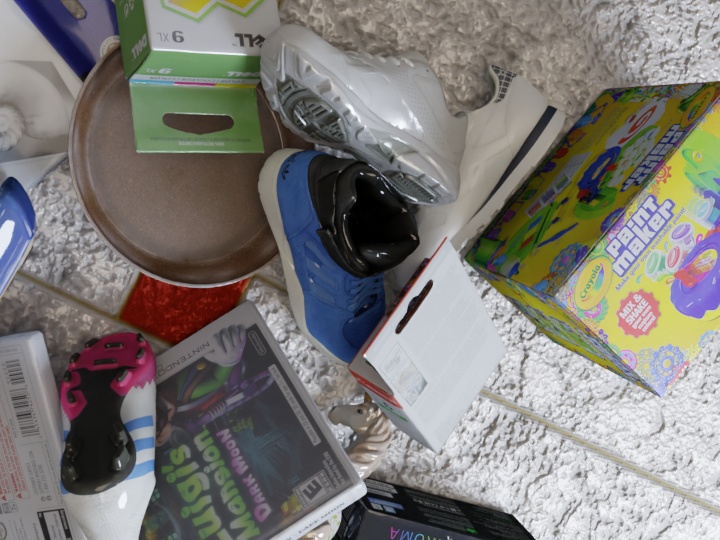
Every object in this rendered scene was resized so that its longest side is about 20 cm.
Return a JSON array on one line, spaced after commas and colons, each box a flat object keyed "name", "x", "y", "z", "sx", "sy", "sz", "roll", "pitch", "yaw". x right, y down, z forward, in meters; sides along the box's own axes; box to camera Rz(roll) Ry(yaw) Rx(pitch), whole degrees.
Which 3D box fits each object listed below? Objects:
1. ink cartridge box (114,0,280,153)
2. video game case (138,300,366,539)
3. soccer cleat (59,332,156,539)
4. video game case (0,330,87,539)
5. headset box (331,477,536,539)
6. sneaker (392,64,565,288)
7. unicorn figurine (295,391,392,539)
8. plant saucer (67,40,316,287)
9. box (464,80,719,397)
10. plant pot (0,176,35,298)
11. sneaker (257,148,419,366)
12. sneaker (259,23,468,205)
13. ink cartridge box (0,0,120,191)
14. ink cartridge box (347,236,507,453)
[{"name": "ink cartridge box", "x": -0.118, "y": -0.189, "z": 0.695, "sx": 0.103, "sy": 0.059, "sz": 0.201, "roll": -4, "pitch": 80, "yaw": -32}, {"name": "video game case", "x": -0.118, "y": 0.137, "z": 0.731, "sx": 0.181, "sy": 0.200, "sz": 0.023, "roll": -32, "pitch": 142, "yaw": -6}, {"name": "soccer cleat", "x": -0.184, "y": 0.123, "z": 0.710, "sx": 0.069, "sy": 0.200, "sz": 0.087, "roll": -8, "pitch": 118, "yaw": -4}, {"name": "video game case", "x": -0.303, "y": 0.156, "z": 0.737, "sx": 0.181, "sy": 0.023, "sz": 0.201, "roll": -10, "pitch": 101, "yaw": 9}, {"name": "headset box", "x": 0.041, "y": 0.299, "z": 0.830, "sx": 0.173, "sy": 0.093, "sz": 0.201, "roll": 18, "pitch": 94, "yaw": -14}, {"name": "sneaker", "x": 0.083, "y": -0.074, "z": 0.804, "sx": 0.080, "sy": 0.076, "sz": 0.200, "roll": 38, "pitch": 85, "yaw": -3}, {"name": "unicorn figurine", "x": -0.042, "y": 0.172, "z": 0.782, "sx": 0.137, "sy": 0.200, "sz": 0.074, "roll": -19, "pitch": 118, "yaw": 13}, {"name": "plant saucer", "x": -0.127, "y": -0.087, "z": 0.741, "sx": 0.199, "sy": 0.032, "sz": 0.202, "roll": 0, "pitch": 90, "yaw": -32}, {"name": "box", "x": 0.216, "y": -0.035, "z": 0.770, "sx": 0.122, "sy": 0.193, "sz": 0.200, "roll": 41, "pitch": 88, "yaw": -15}, {"name": "plant pot", "x": -0.320, "y": -0.011, "z": 0.610, "sx": 0.179, "sy": 0.200, "sz": 0.201, "roll": 31, "pitch": 87, "yaw": -20}, {"name": "sneaker", "x": -0.001, "y": 0.001, "z": 0.746, "sx": 0.077, "sy": 0.111, "sz": 0.201, "roll": -37, "pitch": 122, "yaw": -34}, {"name": "sneaker", "x": 0.008, "y": -0.132, "z": 0.722, "sx": 0.200, "sy": 0.078, "sz": 0.100, "roll": 34, "pitch": 67, "yaw": -39}, {"name": "ink cartridge box", "x": -0.280, "y": -0.163, "z": 0.715, "sx": 0.200, "sy": 0.041, "sz": 0.200, "roll": -41, "pitch": 105, "yaw": -4}, {"name": "ink cartridge box", "x": 0.047, "y": 0.056, "z": 0.749, "sx": 0.109, "sy": 0.050, "sz": 0.200, "roll": -54, "pitch": 147, "yaw": -13}]
